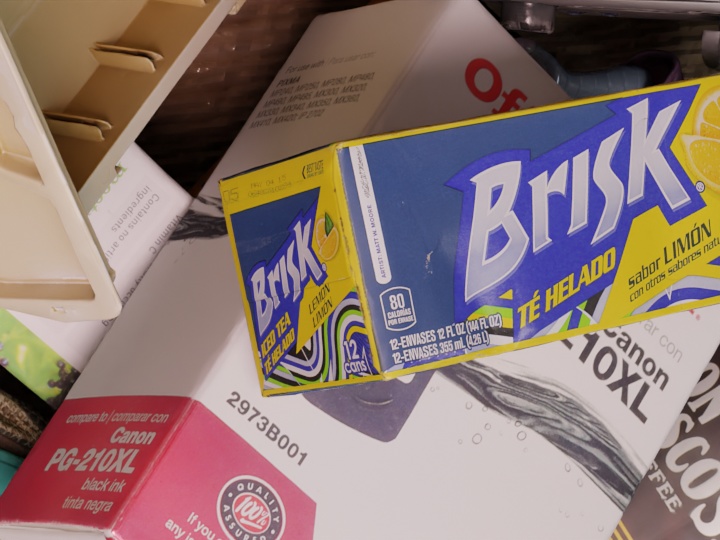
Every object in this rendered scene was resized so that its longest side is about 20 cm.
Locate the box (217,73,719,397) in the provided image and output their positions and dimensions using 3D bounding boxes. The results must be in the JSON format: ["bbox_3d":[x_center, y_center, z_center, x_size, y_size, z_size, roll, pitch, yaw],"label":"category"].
[{"bbox_3d":[0.064,-0.015,0.791,0.199,0.070,0.065,-12,90,-32],"label":"box"}]

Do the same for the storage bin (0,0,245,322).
[{"bbox_3d":[-0.076,-0.122,0.757,0.200,0.093,0.199,-57,143,-35],"label":"storage bin"}]

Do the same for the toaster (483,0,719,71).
[{"bbox_3d":[0.099,-0.163,0.827,0.113,0.128,0.202,6,96,-64],"label":"toaster"}]

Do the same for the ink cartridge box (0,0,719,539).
[{"bbox_3d":[0.007,0.038,0.844,0.145,0.084,0.201,43,66,-24],"label":"ink cartridge box"}]

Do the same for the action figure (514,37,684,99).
[{"bbox_3d":[0.143,-0.049,0.953,0.148,0.135,0.200,-19,165,-46],"label":"action figure"}]

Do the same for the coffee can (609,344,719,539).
[{"bbox_3d":[0.086,0.116,1.014,0.199,0.147,0.147,-32,133,-1],"label":"coffee can"}]

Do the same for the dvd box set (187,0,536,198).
[{"bbox_3d":[0.000,0.000,0.999,0.200,0.029,0.146,-45,130,9],"label":"dvd box set"}]

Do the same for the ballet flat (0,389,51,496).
[{"bbox_3d":[-0.148,0.044,0.841,0.068,0.075,0.200,-51,142,5],"label":"ballet flat"}]

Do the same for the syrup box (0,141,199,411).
[{"bbox_3d":[-0.058,0.028,0.909,0.200,0.081,0.079,43,84,-23],"label":"syrup box"}]
